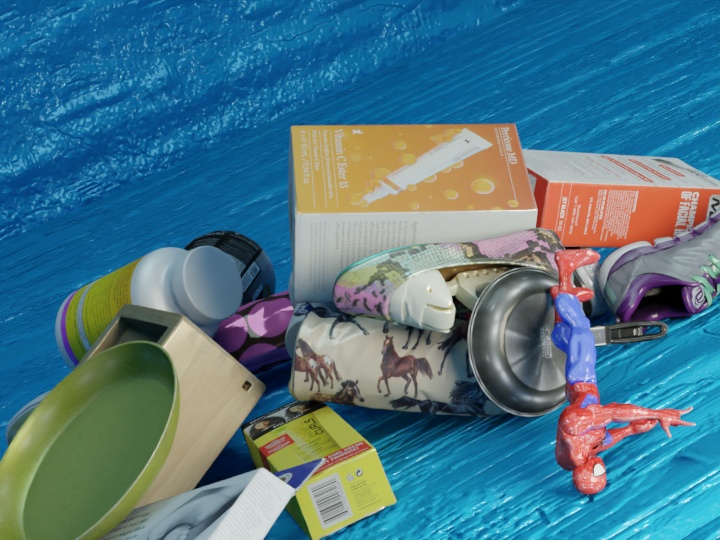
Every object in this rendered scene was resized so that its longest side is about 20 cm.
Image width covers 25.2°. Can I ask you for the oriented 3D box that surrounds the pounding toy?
[{"bbox_3d":[-0.178,0.126,1.423,0.185,0.142,0.200,-54,23,-15],"label":"pounding toy"}]

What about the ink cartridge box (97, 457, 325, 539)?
[{"bbox_3d":[-0.145,0.202,1.155,0.199,0.041,0.200,-22,19,39],"label":"ink cartridge box"}]

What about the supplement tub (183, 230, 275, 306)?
[{"bbox_3d":[-0.169,0.039,1.762,0.122,0.123,0.200,-18,14,16],"label":"supplement tub"}]

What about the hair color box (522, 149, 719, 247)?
[{"bbox_3d":[0.229,-0.064,1.467,0.198,0.065,0.111,0,19,-22],"label":"hair color box"}]

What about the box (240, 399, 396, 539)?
[{"bbox_3d":[-0.038,0.153,1.277,0.075,0.050,0.200,-23,14,-10],"label":"box"}]

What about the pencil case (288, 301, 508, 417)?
[{"bbox_3d":[0.042,0.070,1.308,0.198,0.078,0.090,3,54,18],"label":"pencil case"}]

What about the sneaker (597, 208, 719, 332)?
[{"bbox_3d":[0.300,0.001,1.346,0.199,0.075,0.088,-24,32,14],"label":"sneaker"}]

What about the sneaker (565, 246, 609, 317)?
[{"bbox_3d":[0.152,0.007,1.491,0.114,0.076,0.200,-20,17,-3],"label":"sneaker"}]

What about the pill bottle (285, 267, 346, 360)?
[{"bbox_3d":[0.000,0.000,1.471,0.119,0.120,0.201,-13,39,32],"label":"pill bottle"}]

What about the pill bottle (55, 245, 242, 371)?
[{"bbox_3d":[-0.206,0.041,1.578,0.199,0.105,0.104,-24,9,42],"label":"pill bottle"}]

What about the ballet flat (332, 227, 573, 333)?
[{"bbox_3d":[0.079,0.013,1.265,0.198,0.069,0.071,-10,47,-19],"label":"ballet flat"}]

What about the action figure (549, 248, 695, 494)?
[{"bbox_3d":[0.183,0.076,1.147,0.098,0.066,0.201,3,47,5],"label":"action figure"}]

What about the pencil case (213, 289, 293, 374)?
[{"bbox_3d":[-0.072,0.063,1.615,0.199,0.091,0.094,-23,40,4],"label":"pencil case"}]

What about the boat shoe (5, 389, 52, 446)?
[{"bbox_3d":[-0.270,0.152,1.597,0.198,0.073,0.062,-15,16,17],"label":"boat shoe"}]

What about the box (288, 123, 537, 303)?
[{"bbox_3d":[0.039,-0.050,1.363,0.198,0.098,0.125,-1,40,-5],"label":"box"}]

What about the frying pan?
[{"bbox_3d":[0.166,0.067,1.261,0.189,0.116,0.031,21,-13,-25],"label":"frying pan"}]

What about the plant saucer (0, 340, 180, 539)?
[{"bbox_3d":[-0.209,0.144,1.246,0.199,0.031,0.201,-29,36,23],"label":"plant saucer"}]

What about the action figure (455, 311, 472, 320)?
[{"bbox_3d":[0.081,0.046,1.419,0.066,0.051,0.200,-69,15,-7],"label":"action figure"}]
